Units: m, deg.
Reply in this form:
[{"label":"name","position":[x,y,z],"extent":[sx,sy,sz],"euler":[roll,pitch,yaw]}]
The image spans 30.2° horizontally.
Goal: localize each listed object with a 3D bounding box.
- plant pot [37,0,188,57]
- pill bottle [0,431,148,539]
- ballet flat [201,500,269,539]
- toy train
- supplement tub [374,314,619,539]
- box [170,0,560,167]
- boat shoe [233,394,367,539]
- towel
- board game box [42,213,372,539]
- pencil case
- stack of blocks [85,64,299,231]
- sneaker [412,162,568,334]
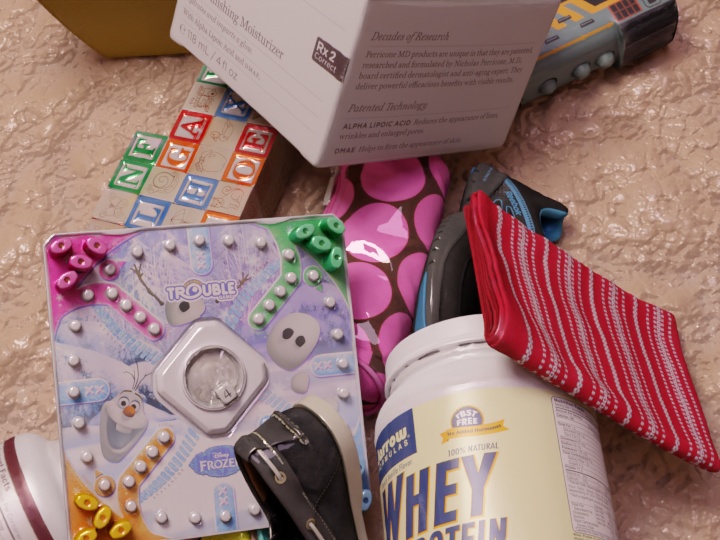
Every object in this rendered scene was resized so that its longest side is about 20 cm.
[{"label":"plant pot","position":[-0.174,-0.290,1.125],"extent":[0.198,0.177,0.201],"euler":[-2,58,7]},{"label":"pill bottle","position":[-0.240,0.178,0.883],"extent":[0.199,0.114,0.115],"euler":[-26,58,-8]},{"label":"ballet flat","position":[-0.088,0.117,0.932],"extent":[0.067,0.067,0.201],"euler":[-16,57,24]},{"label":"toy train","position":[0.159,-0.203,1.081],"extent":[0.199,0.085,0.114],"euler":[-25,68,-7]},{"label":"supplement tub","position":[0.084,0.144,0.837],"extent":[0.144,0.145,0.201],"euler":[-8,58,4]},{"label":"box","position":[0.001,-0.187,0.984],"extent":[0.199,0.131,0.199],"euler":[-10,40,-41]},{"label":"boat shoe","position":[-0.030,0.177,0.814],"extent":[0.067,0.201,0.072],"euler":[-29,28,-35]},{"label":"towel","position":[0.149,0.038,0.866],"extent":[0.022,0.199,0.145],"euler":[-45,29,29]},{"label":"board game box","position":[-0.094,0.068,0.858],"extent":[0.199,0.026,0.202],"euler":[-5,86,-17]},{"label":"pencil case","position":[0.000,0.000,0.974],"extent":[0.093,0.091,0.201],"euler":[26,57,-17]},{"label":"stack of blocks","position":[-0.125,-0.071,1.052],"extent":[0.114,0.059,0.201],"euler":[13,61,16]},{"label":"sneaker","position":[0.093,-0.006,0.947],"extent":[0.081,0.074,0.200],"euler":[20,43,9]}]
